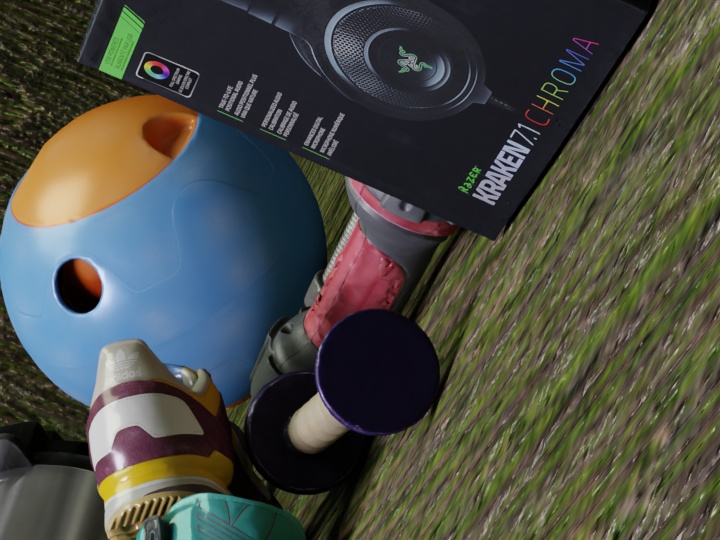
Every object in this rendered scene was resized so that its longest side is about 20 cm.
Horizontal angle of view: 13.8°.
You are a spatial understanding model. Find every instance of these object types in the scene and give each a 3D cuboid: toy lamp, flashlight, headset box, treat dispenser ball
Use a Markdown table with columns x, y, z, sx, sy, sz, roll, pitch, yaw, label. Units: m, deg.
| x | y | z | sx | sy | sz | roll | pitch | yaw | label |
| --- | --- | --- | --- | --- | --- | --- | --- | --- | --- |
| -0.013 | 0.060 | 1.267 | 0.200 | 0.058 | 0.058 | 134 | 158 | -71 | toy lamp |
| 0.000 | 0.000 | 1.331 | 0.068 | 0.067 | 0.200 | -77 | 12 | -46 | flashlight |
| 0.001 | -0.125 | 1.133 | 0.174 | 0.199 | 0.093 | 123 | 169 | -56 | headset box |
| -0.120 | -0.007 | 1.807 | 0.201 | 0.200 | 0.202 | -157 | 90 | -85 | treat dispenser ball |

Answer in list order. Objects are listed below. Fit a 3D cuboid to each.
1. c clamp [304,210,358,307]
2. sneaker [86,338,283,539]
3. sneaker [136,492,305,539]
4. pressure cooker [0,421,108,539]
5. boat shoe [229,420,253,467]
| x | y | z | sx | sy | sz | roll | pitch | yaw | label |
| --- | --- | --- | --- | --- | --- | --- | --- | --- | --- |
| -0.004 | -0.014 | 1.628 | 0.171 | 0.027 | 0.200 | -72 | 7 | -45 | c clamp |
| -0.078 | 0.090 | 1.372 | 0.200 | 0.075 | 0.091 | 71 | -172 | -72 | sneaker |
| -0.061 | 0.155 | 1.238 | 0.200 | 0.083 | 0.121 | 170 | 113 | -85 | sneaker |
| -0.160 | 0.186 | 1.542 | 0.200 | 0.178 | 0.176 | -76 | 8 | -55 | pressure cooker |
| -0.107 | 0.178 | 1.688 | 0.063 | 0.074 | 0.202 | -12 | -57 | -48 | boat shoe |
